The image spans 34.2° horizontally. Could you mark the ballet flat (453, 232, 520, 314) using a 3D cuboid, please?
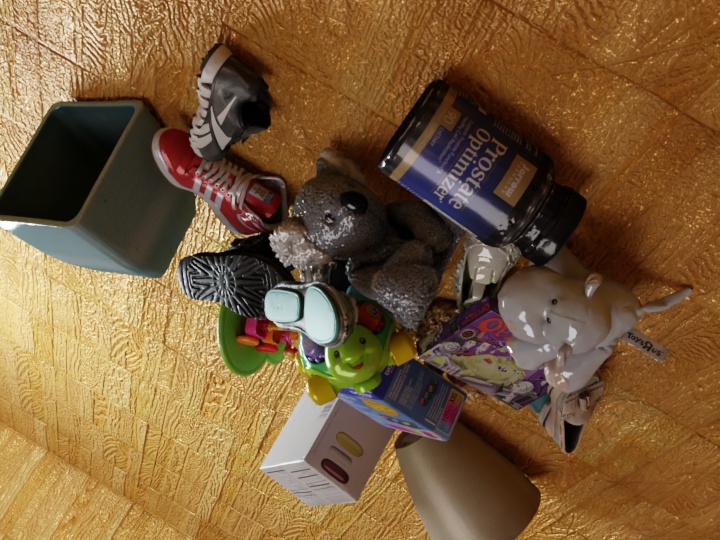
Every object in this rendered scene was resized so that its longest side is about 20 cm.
[{"bbox_3d":[0.148,0.000,1.375,0.071,0.072,0.200,25,152,11],"label":"ballet flat"}]

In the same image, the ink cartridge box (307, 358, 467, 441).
[{"bbox_3d":[0.025,0.149,1.565,0.136,0.077,0.200,5,155,49],"label":"ink cartridge box"}]

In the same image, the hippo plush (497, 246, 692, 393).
[{"bbox_3d":[0.222,0.064,1.250,0.199,0.161,0.161,23,-166,21],"label":"hippo plush"}]

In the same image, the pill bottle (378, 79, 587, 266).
[{"bbox_3d":[0.127,-0.095,1.193,0.199,0.112,0.112,34,152,-6],"label":"pill bottle"}]

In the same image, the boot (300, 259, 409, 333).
[{"bbox_3d":[0.000,0.000,1.504,0.149,0.073,0.202,8,115,1],"label":"boot"}]

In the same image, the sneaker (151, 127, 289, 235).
[{"bbox_3d":[-0.171,-0.115,1.498,0.112,0.072,0.200,4,150,47],"label":"sneaker"}]

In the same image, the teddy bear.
[{"bbox_3d":[0.145,0.127,1.583,0.144,0.067,0.201,15,149,23],"label":"teddy bear"}]

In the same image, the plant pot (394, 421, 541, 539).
[{"bbox_3d":[0.147,0.321,1.807,0.201,0.187,0.187,53,148,-10],"label":"plant pot"}]

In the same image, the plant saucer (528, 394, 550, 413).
[{"bbox_3d":[0.214,0.115,1.510,0.070,0.019,0.200,-25,126,15],"label":"plant saucer"}]

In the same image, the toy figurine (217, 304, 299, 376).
[{"bbox_3d":[-0.080,0.092,1.712,0.183,0.151,0.200,3,164,27],"label":"toy figurine"}]

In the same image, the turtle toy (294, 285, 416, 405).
[{"bbox_3d":[-0.015,0.086,1.408,0.102,0.145,0.200,64,177,-24],"label":"turtle toy"}]

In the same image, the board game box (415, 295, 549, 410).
[{"bbox_3d":[0.177,0.106,1.444,0.199,0.032,0.120,29,124,-37],"label":"board game box"}]

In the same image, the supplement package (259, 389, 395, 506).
[{"bbox_3d":[-0.036,0.251,1.819,0.111,0.201,0.155,40,151,-17],"label":"supplement package"}]

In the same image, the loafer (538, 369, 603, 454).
[{"bbox_3d":[0.273,0.173,1.474,0.200,0.071,0.063,92,156,-64],"label":"loafer"}]

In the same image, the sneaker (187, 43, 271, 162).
[{"bbox_3d":[-0.151,-0.178,1.381,0.090,0.067,0.200,31,150,6],"label":"sneaker"}]

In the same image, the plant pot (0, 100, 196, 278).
[{"bbox_3d":[-0.341,-0.091,1.591,0.195,0.197,0.200,6,152,38],"label":"plant pot"}]

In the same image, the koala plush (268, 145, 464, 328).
[{"bbox_3d":[0.008,-0.042,1.344,0.199,0.178,0.184,25,162,3],"label":"koala plush"}]

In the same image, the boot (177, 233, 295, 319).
[{"bbox_3d":[-0.121,-0.002,1.534,0.210,0.157,0.080,14,111,41],"label":"boot"}]

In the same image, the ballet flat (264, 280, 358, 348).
[{"bbox_3d":[-0.041,0.044,1.313,0.074,0.074,0.200,46,167,-26],"label":"ballet flat"}]
